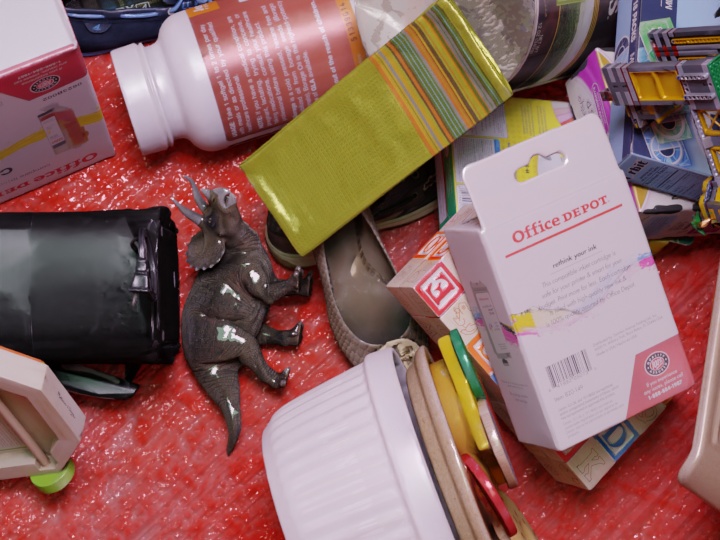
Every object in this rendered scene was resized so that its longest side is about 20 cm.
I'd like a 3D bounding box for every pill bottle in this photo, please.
[{"bbox_3d":[-0.089,-0.160,1.271,0.199,0.112,0.113,-18,70,-6],"label":"pill bottle"}]

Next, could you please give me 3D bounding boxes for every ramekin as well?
[{"bbox_3d":[0.009,0.164,1.105,0.104,0.200,0.201,-21,70,4],"label":"ramekin"}]

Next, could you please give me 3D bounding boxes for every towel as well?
[{"bbox_3d":[0.008,-0.100,1.147,0.200,0.018,0.086,-37,81,20],"label":"towel"}]

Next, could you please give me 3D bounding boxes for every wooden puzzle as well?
[{"bbox_3d":[0.289,0.084,1.155,0.037,0.185,0.201,-1,65,43],"label":"wooden puzzle"}]

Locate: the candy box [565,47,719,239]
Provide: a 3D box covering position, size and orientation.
[{"bbox_3d":[0.268,-0.100,1.236,0.198,0.061,0.137,-5,70,-21],"label":"candy box"}]

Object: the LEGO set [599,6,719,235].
[{"bbox_3d":[0.257,-0.121,1.115,0.200,0.116,0.154,-45,118,-24],"label":"LEGO set"}]

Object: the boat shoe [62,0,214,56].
[{"bbox_3d":[-0.159,-0.228,1.321,0.199,0.069,0.085,-27,71,-9],"label":"boat shoe"}]

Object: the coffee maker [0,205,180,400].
[{"bbox_3d":[-0.236,0.005,1.167,0.198,0.192,0.136,-2,64,-1],"label":"coffee maker"}]

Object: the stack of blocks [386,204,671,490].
[{"bbox_3d":[0.129,0.045,1.170,0.115,0.059,0.200,-45,103,-13],"label":"stack of blocks"}]

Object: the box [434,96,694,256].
[{"bbox_3d":[0.157,-0.070,1.248,0.198,0.048,0.118,3,68,-14],"label":"box"}]

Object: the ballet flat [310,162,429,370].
[{"bbox_3d":[0.000,0.000,1.207,0.067,0.046,0.201,-21,97,-9],"label":"ballet flat"}]

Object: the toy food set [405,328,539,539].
[{"bbox_3d":[0.083,0.142,1.106,0.048,0.198,0.201,-21,67,4],"label":"toy food set"}]

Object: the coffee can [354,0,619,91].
[{"bbox_3d":[0.107,-0.205,1.215,0.145,0.200,0.148,8,107,30],"label":"coffee can"}]

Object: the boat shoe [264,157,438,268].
[{"bbox_3d":[0.015,-0.071,1.260,0.199,0.065,0.073,-34,72,-11],"label":"boat shoe"}]

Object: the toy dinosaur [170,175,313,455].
[{"bbox_3d":[-0.095,0.033,1.226,0.101,0.077,0.202,11,101,9],"label":"toy dinosaur"}]

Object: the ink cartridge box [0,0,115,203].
[{"bbox_3d":[-0.274,-0.131,1.218,0.144,0.200,0.084,-23,73,-8],"label":"ink cartridge box"}]

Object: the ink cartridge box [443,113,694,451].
[{"bbox_3d":[0.136,0.006,1.105,0.116,0.067,0.201,-23,99,-18],"label":"ink cartridge box"}]

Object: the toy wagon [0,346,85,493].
[{"bbox_3d":[-0.300,0.106,1.150,0.198,0.156,0.040,-8,47,17],"label":"toy wagon"}]

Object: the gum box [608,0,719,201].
[{"bbox_3d":[0.283,-0.126,1.191,0.198,0.045,0.171,14,66,-14],"label":"gum box"}]
